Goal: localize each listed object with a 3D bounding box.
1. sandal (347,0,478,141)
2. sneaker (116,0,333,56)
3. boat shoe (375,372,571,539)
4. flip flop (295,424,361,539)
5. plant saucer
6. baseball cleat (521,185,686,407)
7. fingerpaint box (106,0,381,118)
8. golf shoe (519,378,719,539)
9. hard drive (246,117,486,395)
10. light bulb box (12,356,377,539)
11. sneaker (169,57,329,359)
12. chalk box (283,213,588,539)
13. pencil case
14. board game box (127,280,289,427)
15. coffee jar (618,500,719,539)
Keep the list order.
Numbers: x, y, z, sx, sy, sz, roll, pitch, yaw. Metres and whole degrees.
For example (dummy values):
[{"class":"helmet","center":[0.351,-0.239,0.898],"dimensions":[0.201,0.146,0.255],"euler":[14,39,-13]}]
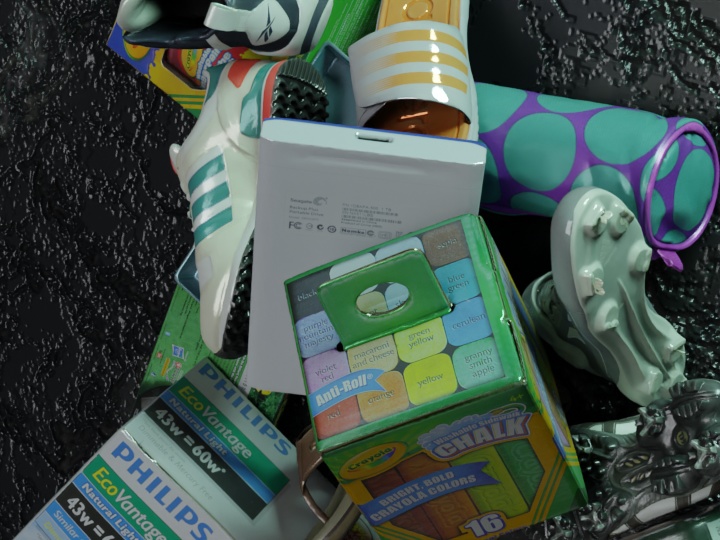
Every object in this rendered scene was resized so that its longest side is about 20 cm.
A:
[{"class":"sandal","center":[0.027,-0.141,1.177],"dimensions":[0.079,0.059,0.207],"euler":[-14,50,18]},{"class":"sneaker","center":[-0.129,-0.197,1.217],"dimensions":[0.199,0.130,0.080],"euler":[39,116,26]},{"class":"boat shoe","center":[0.073,0.144,1.238],"dimensions":[0.060,0.072,0.200],"euler":[39,111,30]},{"class":"flip flop","center":[-0.009,0.107,1.250],"dimensions":[0.058,0.081,0.200],"euler":[23,80,-4]},{"class":"plant saucer","center":[-0.049,-0.052,1.260],"dimensions":[0.070,0.019,0.200],"euler":[42,107,24]},{"class":"baseball cleat","center":[0.129,0.014,1.116],"dimensions":[0.106,0.200,0.070],"euler":[22,64,37]},{"class":"fingerpaint box","center":[-0.068,-0.200,1.299],"dimensions":[0.167,0.073,0.200],"euler":[40,117,27]},{"class":"golf shoe","center":[0.176,0.122,1.144],"dimensions":[0.200,0.094,0.078],"euler":[-26,69,47]},{"class":"hard drive","center":[0.000,0.000,1.154],"dimensions":[0.132,0.025,0.200],"euler":[7,130,1]},{"class":"light bulb box","center":[-0.124,0.207,1.328],"dimensions":[0.198,0.125,0.200],"euler":[45,122,1]},{"class":"sneaker","center":[-0.084,-0.044,1.236],"dimensions":[0.093,0.070,0.200],"euler":[12,93,37]},{"class":"chalk box","center":[0.038,0.061,1.073],"dimensions":[0.124,0.200,0.124],"euler":[-20,53,10]},{"class":"pencil case","center":[0.117,-0.063,1.168],"dimensions":[0.200,0.085,0.092],"euler":[13,89,36]},{"class":"board game box","center":[-0.112,0.102,1.364],"dimensions":[0.105,0.023,0.200],"euler":[30,123,10]},{"class":"coffee jar","center":[0.215,0.247,1.131],"dimensions":[0.104,0.085,0.200],"euler":[-26,79,29]}]
